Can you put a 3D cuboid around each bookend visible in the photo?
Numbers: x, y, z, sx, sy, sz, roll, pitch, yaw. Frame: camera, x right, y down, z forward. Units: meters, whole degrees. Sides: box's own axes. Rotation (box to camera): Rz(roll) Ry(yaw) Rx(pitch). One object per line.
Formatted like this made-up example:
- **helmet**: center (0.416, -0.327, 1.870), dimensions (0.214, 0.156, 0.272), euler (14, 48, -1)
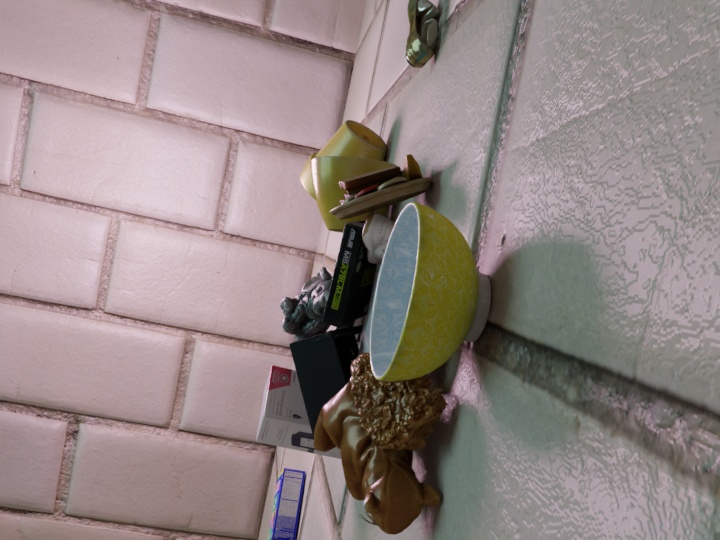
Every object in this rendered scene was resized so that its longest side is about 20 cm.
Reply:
- **bookend**: center (-0.039, 0.220, 1.248), dimensions (0.198, 0.091, 0.204), euler (9, -115, -73)

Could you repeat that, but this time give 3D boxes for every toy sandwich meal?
- **toy sandwich meal**: center (0.030, -0.145, 1.085), dimensions (0.205, 0.202, 0.072), euler (172, 80, -81)

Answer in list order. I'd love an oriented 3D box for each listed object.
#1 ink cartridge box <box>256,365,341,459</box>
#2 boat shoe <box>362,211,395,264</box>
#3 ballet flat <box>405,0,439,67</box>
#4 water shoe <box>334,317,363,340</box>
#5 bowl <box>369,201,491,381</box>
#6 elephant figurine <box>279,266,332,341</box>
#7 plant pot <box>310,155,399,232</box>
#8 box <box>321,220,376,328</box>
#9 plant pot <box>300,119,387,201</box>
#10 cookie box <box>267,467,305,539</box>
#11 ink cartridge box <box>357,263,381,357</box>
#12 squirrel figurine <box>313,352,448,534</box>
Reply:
- **ink cartridge box**: center (-0.105, 0.295, 1.323), dimensions (0.146, 0.196, 0.085), euler (-90, 18, -55)
- **boat shoe**: center (0.052, -0.047, 1.180), dimensions (0.200, 0.068, 0.072), euler (53, -123, -74)
- **ballet flat**: center (0.131, -0.501, 1.295), dimensions (0.071, 0.069, 0.203), euler (117, 162, -60)
- **water shoe**: center (-0.028, 0.072, 1.493), dimensions (0.071, 0.077, 0.204), euler (142, 139, -76)
- **bowl**: center (0.085, 0.033, 0.728), dimensions (0.200, 0.106, 0.204), euler (-168, 90, -81)
- **elephant figurine**: center (-0.073, 0.066, 1.366), dimensions (0.200, 0.140, 0.157), euler (-44, 42, 38)
- **plant pot**: center (-0.016, -0.155, 1.371), dimensions (0.200, 0.196, 0.145), euler (176, 99, -81)
- **box**: center (0.000, 0.000, 1.261), dimensions (0.200, 0.047, 0.197), euler (-16, -61, -69)
- **plant pot**: center (-0.029, -0.272, 1.647), dimensions (0.190, 0.198, 0.202), euler (-55, 18, 25)
- **cookie box**: center (-0.228, 0.724, 1.953), dimensions (0.172, 0.074, 0.203), euler (117, 163, -62)
- **ink cartridge box**: center (0.041, 0.096, 1.137), dimensions (0.162, 0.056, 0.204), euler (-160, 86, -82)
- **squirrel figurine**: center (0.029, 0.211, 0.785), dimensions (0.188, 0.139, 0.203), euler (-108, 26, -59)
